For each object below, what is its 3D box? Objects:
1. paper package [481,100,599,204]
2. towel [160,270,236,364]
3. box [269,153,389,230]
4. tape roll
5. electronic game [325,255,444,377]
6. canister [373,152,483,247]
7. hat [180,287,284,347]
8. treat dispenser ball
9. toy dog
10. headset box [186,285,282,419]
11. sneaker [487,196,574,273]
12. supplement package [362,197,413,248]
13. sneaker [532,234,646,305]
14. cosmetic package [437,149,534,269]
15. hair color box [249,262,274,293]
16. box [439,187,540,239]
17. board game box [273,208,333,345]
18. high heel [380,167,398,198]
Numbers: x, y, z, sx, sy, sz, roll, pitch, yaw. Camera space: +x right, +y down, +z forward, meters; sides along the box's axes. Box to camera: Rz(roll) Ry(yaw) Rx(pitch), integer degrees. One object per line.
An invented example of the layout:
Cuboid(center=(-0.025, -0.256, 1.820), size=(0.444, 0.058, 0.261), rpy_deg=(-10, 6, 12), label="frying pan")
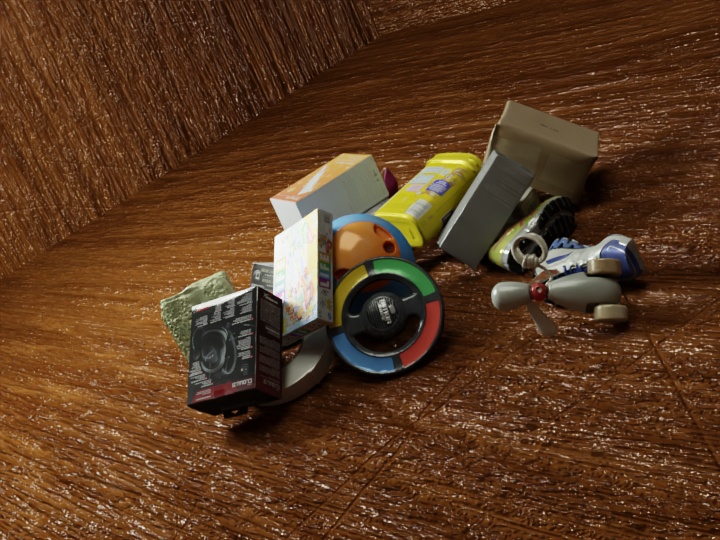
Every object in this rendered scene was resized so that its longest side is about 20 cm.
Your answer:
Cuboid(center=(0.351, -0.234, 1.820), size=(0.199, 0.104, 0.191), rpy_deg=(21, 27, 6), label="paper package")
Cuboid(center=(-0.268, 0.114, 1.732), size=(0.148, 0.201, 0.036), rpy_deg=(-29, -6, -9), label="towel")
Cuboid(center=(-0.063, -0.151, 1.934), size=(0.199, 0.098, 0.124), rpy_deg=(-35, 23, -22), label="box")
Cuboid(center=(-0.141, 0.144, 1.638), size=(0.201, 0.037, 0.204), rpy_deg=(-15, 42, 14), label="tape roll")
Cuboid(center=(0.039, 0.073, 1.531), size=(0.199, 0.201, 0.042), rpy_deg=(-22, -21, 7), label="electronic game")
Cuboid(center=(0.136, -0.136, 1.823), size=(0.200, 0.087, 0.148), rpy_deg=(-43, 28, -25), label="canister")
Cuboid(center=(-0.189, 0.047, 1.805), size=(0.165, 0.177, 0.200), rpy_deg=(-7, 28, 42), label="hat")
Cuboid(center=(0.000, 0.000, 1.678), size=(0.200, 0.202, 0.201), rpy_deg=(-21, 22, 9), label="treat dispenser ball")
Cuboid(center=(0.306, 0.035, 1.405), size=(0.199, 0.096, 0.133), rpy_deg=(18, 81, 21), label="toy dog")
Cuboid(center=(-0.208, 0.145, 1.567), size=(0.148, 0.077, 0.201), rpy_deg=(-18, 61, 28), label="headset box")
Cuboid(center=(0.303, -0.072, 1.688), size=(0.200, 0.079, 0.090), rpy_deg=(-36, 22, -25), label="sneaker")
Cuboid(center=(-0.008, -0.061, 1.952), size=(0.199, 0.110, 0.114), rpy_deg=(-28, 22, -6), label="supplement package")
Cuboid(center=(0.342, 0.008, 1.475), size=(0.115, 0.081, 0.199), rpy_deg=(-40, 19, -25), label="sneaker")
Cuboid(center=(0.224, -0.111, 1.704), size=(0.201, 0.090, 0.107), rpy_deg=(-61, 3, 14), label="cosmetic package")
Cuboid(center=(-0.114, 0.021, 1.789), size=(0.101, 0.062, 0.200), rpy_deg=(11, 5, 28), label="hair color box")
Cuboid(center=(0.250, -0.105, 1.831), size=(0.199, 0.069, 0.082), rpy_deg=(-7, 29, 38), label="box")
Cuboid(center=(-0.099, 0.012, 1.603), size=(0.134, 0.034, 0.201), rpy_deg=(-30, 53, 45), label="board game box")
Cuboid(center=(0.023, -0.150, 2.142), size=(0.067, 0.096, 0.200), rpy_deg=(2, 34, 49), label="high heel")
